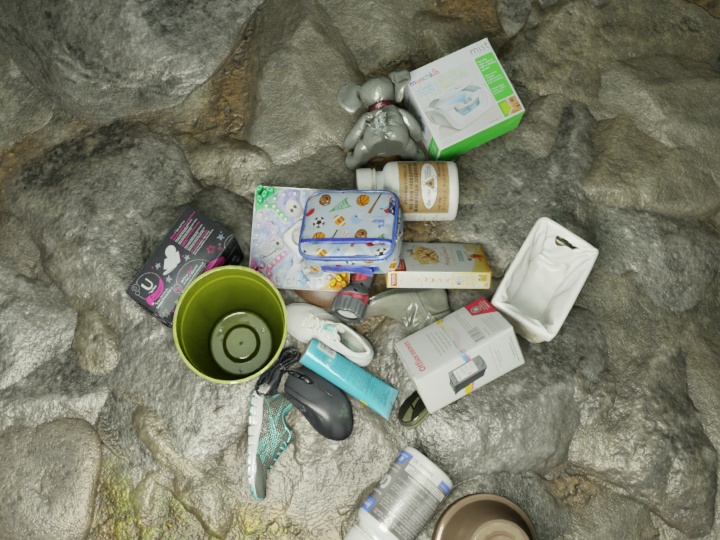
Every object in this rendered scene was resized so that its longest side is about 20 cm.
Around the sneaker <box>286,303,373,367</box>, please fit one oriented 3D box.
[{"bbox_3d":[-0.062,0.112,1.587,0.197,0.089,0.076,25,77,5],"label":"sneaker"}]

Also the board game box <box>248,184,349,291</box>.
[{"bbox_3d":[-0.114,-0.065,1.627,0.195,0.026,0.205,3,76,-2],"label":"board game box"}]

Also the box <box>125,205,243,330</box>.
[{"bbox_3d":[-0.327,0.005,1.583,0.114,0.132,0.202,32,76,10],"label":"box"}]

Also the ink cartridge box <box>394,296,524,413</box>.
[{"bbox_3d":[0.178,0.150,1.530,0.197,0.148,0.087,-28,116,-2],"label":"ink cartridge box"}]

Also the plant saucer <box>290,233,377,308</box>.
[{"bbox_3d":[-0.057,-0.029,1.652,0.195,0.037,0.205,1,76,-3],"label":"plant saucer"}]

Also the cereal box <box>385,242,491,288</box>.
[{"bbox_3d":[0.143,-0.011,1.605,0.195,0.145,0.040,1,114,-3],"label":"cereal box"}]

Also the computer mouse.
[{"bbox_3d":[-0.087,0.230,1.551,0.199,0.053,0.139,40,42,2],"label":"computer mouse"}]

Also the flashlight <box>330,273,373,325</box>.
[{"bbox_3d":[0.000,0.000,1.582,0.067,0.068,0.204,19,65,-5],"label":"flashlight"}]

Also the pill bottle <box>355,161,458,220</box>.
[{"bbox_3d":[0.090,-0.156,1.650,0.195,0.115,0.117,-1,75,-2],"label":"pill bottle"}]

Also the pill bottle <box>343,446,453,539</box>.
[{"bbox_3d":[0.066,0.427,1.497,0.113,0.114,0.201,38,77,8],"label":"pill bottle"}]

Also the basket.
[{"bbox_3d":[0.342,0.025,1.608,0.134,0.124,0.202,31,77,6],"label":"basket"}]

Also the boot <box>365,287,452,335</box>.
[{"bbox_3d":[0.091,0.097,1.611,0.196,0.068,0.133,-17,81,-6],"label":"boot"}]

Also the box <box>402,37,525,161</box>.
[{"bbox_3d":[0.204,-0.343,1.714,0.197,0.097,0.179,-24,80,-7],"label":"box"}]

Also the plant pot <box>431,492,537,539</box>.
[{"bbox_3d":[0.225,0.490,1.456,0.195,0.175,0.205,0,76,-1],"label":"plant pot"}]

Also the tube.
[{"bbox_3d":[-0.020,0.199,1.567,0.198,0.051,0.078,33,45,-5],"label":"tube"}]

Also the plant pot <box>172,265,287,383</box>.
[{"bbox_3d":[-0.226,0.116,1.526,0.195,0.193,0.205,1,75,-3],"label":"plant pot"}]

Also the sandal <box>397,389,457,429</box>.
[{"bbox_3d":[0.152,0.230,1.581,0.200,0.079,0.058,-40,116,-15],"label":"sandal"}]

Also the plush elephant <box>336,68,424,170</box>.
[{"bbox_3d":[0.039,-0.307,1.655,0.161,0.200,0.158,-6,71,4],"label":"plush elephant"}]

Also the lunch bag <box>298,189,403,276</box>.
[{"bbox_3d":[-0.013,-0.068,1.551,0.195,0.076,0.163,0,59,15],"label":"lunch bag"}]

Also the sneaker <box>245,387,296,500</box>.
[{"bbox_3d":[-0.163,0.317,1.540,0.089,0.078,0.205,4,77,-5],"label":"sneaker"}]
